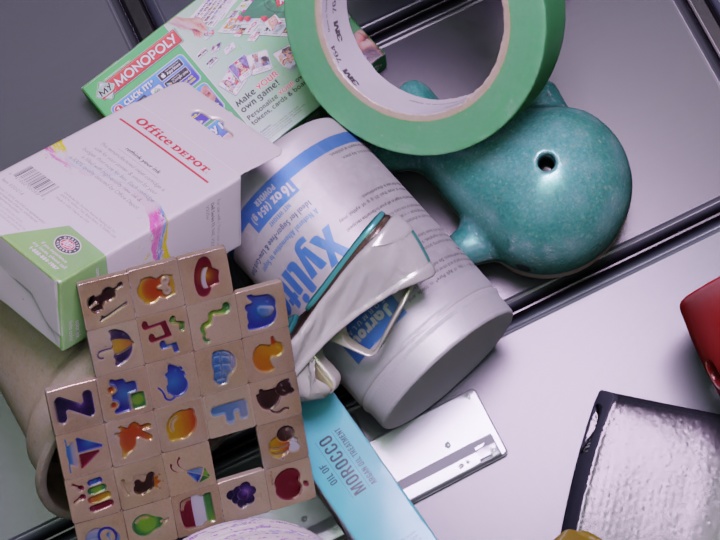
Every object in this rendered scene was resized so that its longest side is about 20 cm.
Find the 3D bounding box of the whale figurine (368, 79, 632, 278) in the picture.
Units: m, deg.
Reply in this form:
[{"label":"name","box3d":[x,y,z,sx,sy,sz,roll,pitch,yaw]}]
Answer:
[{"label":"whale figurine","box3d":[0.104,-0.079,1.459,0.199,0.104,0.160,27,79,11]}]

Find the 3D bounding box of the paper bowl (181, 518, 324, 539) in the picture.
[{"label":"paper bowl","box3d":[-0.067,0.277,1.322,0.200,0.104,0.202,-9,109,-26]}]

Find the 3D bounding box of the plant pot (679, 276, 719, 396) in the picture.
[{"label":"plant pot","box3d":[0.342,0.066,1.360,0.200,0.200,0.183,-20,82,-2]}]

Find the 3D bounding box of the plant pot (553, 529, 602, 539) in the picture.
[{"label":"plant pot","box3d":[0.144,0.283,1.289,0.195,0.194,0.201,23,92,10]}]

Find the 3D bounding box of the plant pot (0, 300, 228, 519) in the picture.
[{"label":"plant pot","box3d":[-0.194,0.043,1.415,0.200,0.201,0.184,-39,65,-7]}]

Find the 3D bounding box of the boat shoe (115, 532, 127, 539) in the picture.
[{"label":"boat shoe","box3d":[-0.149,0.233,1.380,0.063,0.073,0.200,-33,108,11]}]

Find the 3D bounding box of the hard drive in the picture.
[{"label":"hard drive","box3d":[0.212,0.191,1.410,0.134,0.042,0.201,11,76,7]}]

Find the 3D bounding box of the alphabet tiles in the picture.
[{"label":"alphabet tiles","box3d":[-0.121,0.086,1.297,0.166,0.008,0.201,-15,115,-15]}]

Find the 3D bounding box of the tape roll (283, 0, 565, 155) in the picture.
[{"label":"tape roll","box3d":[0.044,-0.184,1.396,0.200,0.048,0.201,8,110,22]}]

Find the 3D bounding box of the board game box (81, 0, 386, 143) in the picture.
[{"label":"board game box","box3d":[-0.098,-0.150,1.532,0.200,0.029,0.135,-38,75,-6]}]

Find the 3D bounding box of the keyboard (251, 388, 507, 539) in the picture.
[{"label":"keyboard","box3d":[0.008,0.156,1.452,0.199,0.011,0.056,-27,69,-4]}]

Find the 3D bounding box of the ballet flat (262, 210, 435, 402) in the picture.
[{"label":"ballet flat","box3d":[-0.024,0.047,1.344,0.200,0.069,0.069,-46,75,20]}]

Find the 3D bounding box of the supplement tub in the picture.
[{"label":"supplement tub","box3d":[0.000,0.000,1.431,0.132,0.132,0.200,-40,75,-7]}]

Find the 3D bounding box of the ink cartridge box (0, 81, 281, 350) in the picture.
[{"label":"ink cartridge box","box3d":[-0.160,-0.042,1.340,0.200,0.068,0.117,-32,53,-33]}]

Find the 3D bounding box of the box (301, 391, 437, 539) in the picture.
[{"label":"box","box3d":[-0.003,0.156,1.405,0.049,0.082,0.200,-33,70,-7]}]
